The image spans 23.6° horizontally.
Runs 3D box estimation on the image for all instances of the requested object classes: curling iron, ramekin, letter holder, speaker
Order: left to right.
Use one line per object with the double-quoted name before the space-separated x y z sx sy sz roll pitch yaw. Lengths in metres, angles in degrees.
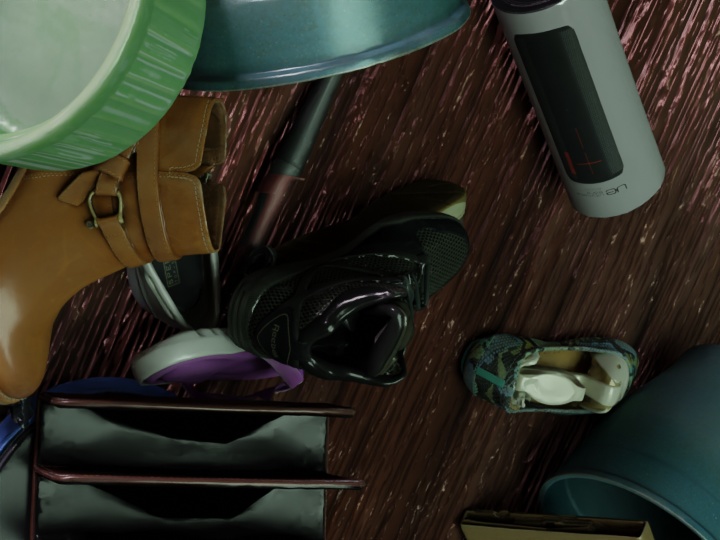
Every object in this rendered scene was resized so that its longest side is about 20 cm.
"ramekin" -0.182 -0.151 0.951 0.202 0.199 0.098 -64 157 4
"letter holder" -0.097 0.131 1.077 0.198 0.142 0.102 3 86 -18
"curling iron" -0.046 -0.059 1.180 0.026 0.049 0.202 40 66 -52
"speaker" 0.166 -0.138 1.296 0.081 0.081 0.201 -39 128 -17

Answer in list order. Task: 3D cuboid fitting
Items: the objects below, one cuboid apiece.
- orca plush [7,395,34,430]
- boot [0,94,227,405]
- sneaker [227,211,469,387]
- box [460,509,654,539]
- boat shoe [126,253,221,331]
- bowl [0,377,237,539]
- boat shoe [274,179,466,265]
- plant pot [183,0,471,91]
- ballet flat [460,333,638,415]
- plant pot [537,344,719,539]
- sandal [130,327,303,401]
"orca plush" -0.262 0.009 1.068 0.201 0.070 0.106 70 20 -45
"boot" -0.154 -0.015 1.025 0.077 0.153 0.203 8 86 -76
"sneaker" 0.020 0.022 1.140 0.198 0.114 0.077 -20 124 -41
"box" 0.187 0.277 1.448 0.021 0.162 0.201 -61 139 -41
"boat shoe" -0.131 -0.047 1.120 0.071 0.066 0.202 -22 121 -28
"bowl" -0.168 0.172 1.147 0.198 0.039 0.203 1 87 -18
"boat shoe" 0.000 0.000 1.236 0.200 0.071 0.067 -28 119 -30
"plant pot" -0.046 -0.232 1.032 0.199 0.200 0.198 -22 114 -27
"ballet flat" 0.171 0.092 1.407 0.198 0.074 0.075 2 109 -38
"plant pot" 0.282 0.172 1.456 0.188 0.199 0.201 -50 132 -27
"sandal" -0.082 0.071 1.183 0.202 0.082 0.050 -1 68 -53
